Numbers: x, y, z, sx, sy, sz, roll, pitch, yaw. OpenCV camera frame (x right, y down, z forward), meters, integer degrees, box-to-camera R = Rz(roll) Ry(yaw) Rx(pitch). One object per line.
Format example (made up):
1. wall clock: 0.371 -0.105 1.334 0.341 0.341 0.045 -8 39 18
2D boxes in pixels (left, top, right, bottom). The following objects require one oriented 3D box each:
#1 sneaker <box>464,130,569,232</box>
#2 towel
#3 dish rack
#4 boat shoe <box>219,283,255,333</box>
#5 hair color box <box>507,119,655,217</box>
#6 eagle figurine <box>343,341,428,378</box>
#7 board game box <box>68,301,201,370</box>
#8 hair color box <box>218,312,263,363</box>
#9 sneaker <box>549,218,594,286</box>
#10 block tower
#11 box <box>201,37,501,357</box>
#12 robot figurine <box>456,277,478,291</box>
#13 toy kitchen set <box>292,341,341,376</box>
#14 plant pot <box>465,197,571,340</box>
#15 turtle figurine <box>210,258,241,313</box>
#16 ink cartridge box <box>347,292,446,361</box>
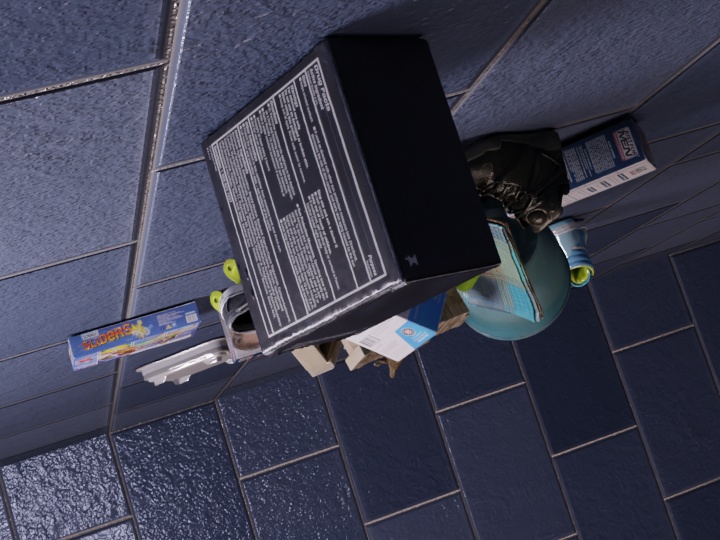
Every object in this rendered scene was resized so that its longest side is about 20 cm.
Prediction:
1. sneaker: 0.181 -0.103 1.399 0.197 0.116 0.076 -9 166 -39
2. towel: 0.175 -0.008 1.651 0.145 0.201 0.022 15 -124 38
3. dish rack: -0.333 0.186 2.319 0.198 0.044 0.171 -22 170 13
4. boat shoe: -0.082 0.037 1.492 0.197 0.073 0.068 -12 -150 -14
5. hair color box: 0.292 -0.133 1.567 0.198 0.061 0.100 -22 171 19
6. eagle figurine: 0.048 0.068 1.889 0.150 0.202 0.151 -17 144 12
7. board game box: -0.351 0.103 1.785 0.197 0.035 0.135 -16 172 -18
8. hair color box: -0.124 0.072 1.865 0.197 0.101 0.061 -17 173 -15
9. sneaker: 0.427 -0.030 2.310 0.079 0.132 0.199 -23 171 22
10. block tower: 0.062 0.074 1.621 0.198 0.058 0.054 -21 161 -32
11. box: -0.012 -0.058 0.962 0.122 0.203 0.198 -10 168 -40
12. robot figurine: 0.077 -0.051 1.400 0.117 0.174 0.200 -59 174 21
13. toy kitchen set: 0.027 0.065 1.681 0.198 0.164 0.181 -24 -152 28
14. plant pot: 0.222 -0.015 1.805 0.197 0.203 0.188 -20 155 8
15. turtle figurine: -0.123 0.004 1.574 0.160 0.065 0.200 -8 146 -52
16. ink cartridge box: -0.013 0.024 1.330 0.198 0.067 0.116 24 152 -14
